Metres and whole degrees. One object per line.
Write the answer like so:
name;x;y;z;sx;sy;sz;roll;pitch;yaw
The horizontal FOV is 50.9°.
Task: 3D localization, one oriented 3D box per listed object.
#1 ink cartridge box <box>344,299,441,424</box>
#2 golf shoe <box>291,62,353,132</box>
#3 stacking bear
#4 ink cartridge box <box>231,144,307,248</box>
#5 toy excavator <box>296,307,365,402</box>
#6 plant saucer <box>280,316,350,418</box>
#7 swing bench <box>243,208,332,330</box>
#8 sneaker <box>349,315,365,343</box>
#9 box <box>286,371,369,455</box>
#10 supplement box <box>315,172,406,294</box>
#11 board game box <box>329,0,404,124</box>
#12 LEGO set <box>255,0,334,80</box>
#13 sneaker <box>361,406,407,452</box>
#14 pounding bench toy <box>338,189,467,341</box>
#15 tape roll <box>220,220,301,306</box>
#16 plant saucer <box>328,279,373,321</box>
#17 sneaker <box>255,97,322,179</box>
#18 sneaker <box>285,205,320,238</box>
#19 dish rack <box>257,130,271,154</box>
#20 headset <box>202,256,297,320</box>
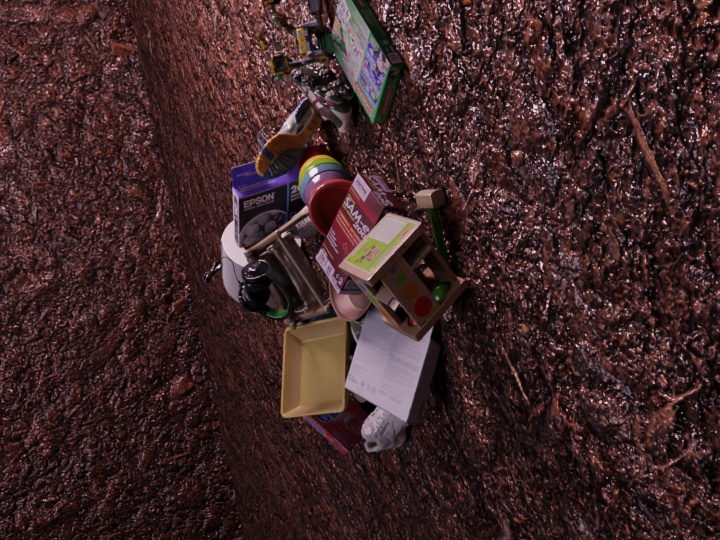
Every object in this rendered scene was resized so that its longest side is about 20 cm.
ink cartridge box;0.065;0.158;1.421;0.195;0.043;0.205;20;93;52
golf shoe;-0.077;-0.341;1.479;0.201;0.076;0.089;51;157;46
stacking bear;-0.075;-0.181;1.530;0.121;0.113;0.201;-44;38;16
ink cartridge box;-0.196;-0.165;1.705;0.043;0.195;0.203;46;146;35
toy excavator;-0.047;0.190;1.733;0.198;0.098;0.199;10;115;56
plant saucer;-0.089;0.215;1.654;0.197;0.048;0.205;-15;67;41
swing bench;-0.144;0.006;1.648;0.199;0.129;0.201;-28;98;46
sneaker;0.026;0.131;1.538;0.201;0.066;0.091;-125;24;-46
box;-0.075;0.321;1.747;0.199;0.096;0.100;41;161;7
supplement box;-0.002;-0.066;1.406;0.109;0.060;0.202;54;127;39
board game box;0.006;-0.377;1.315;0.203;0.029;0.135;63;156;25
LEGO set;-0.128;-0.461;1.403;0.116;0.150;0.205;-39;-51;-76
sneaker;0.055;0.308;1.547;0.075;0.098;0.203;56;149;41
pounding bench toy;0.098;-0.012;1.232;0.156;0.200;0.124;48;169;-24
tape roll;-0.250;-0.027;1.915;0.204;0.199;0.141;57;152;35
plant saucer;0.000;0.000;1.490;0.199;0.036;0.206;-22;64;55
sneaker;-0.143;-0.267;1.568;0.075;0.201;0.088;41;173;-12
sneaker;-0.106;-0.116;1.679;0.078;0.079;0.200;70;155;13
dish rack;-0.203;-0.247;1.856;0.201;0.053;0.156;-128;33;-46
headset;-0.229;0.039;1.586;0.197;0.094;0.125;30;136;10
